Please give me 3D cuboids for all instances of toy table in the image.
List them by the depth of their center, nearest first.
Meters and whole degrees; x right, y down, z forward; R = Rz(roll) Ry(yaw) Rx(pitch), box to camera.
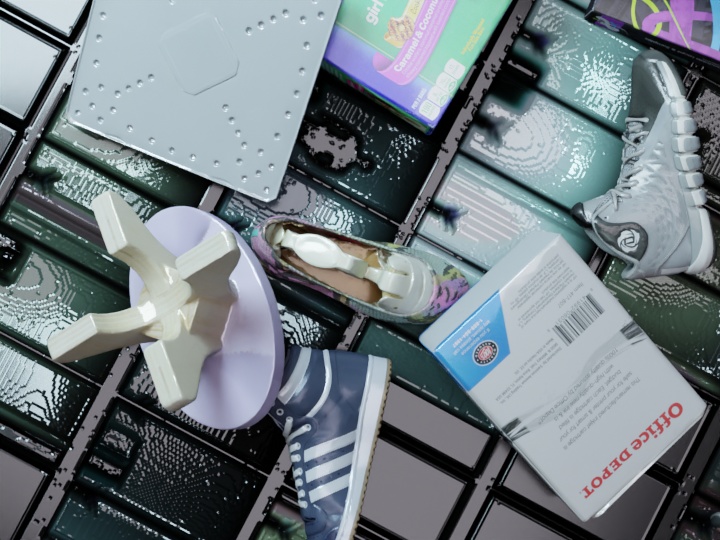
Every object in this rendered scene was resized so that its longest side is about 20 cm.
[{"bbox_3d":[-0.150,0.031,1.011,0.184,0.117,0.200,-41,68,14],"label":"toy table"}]

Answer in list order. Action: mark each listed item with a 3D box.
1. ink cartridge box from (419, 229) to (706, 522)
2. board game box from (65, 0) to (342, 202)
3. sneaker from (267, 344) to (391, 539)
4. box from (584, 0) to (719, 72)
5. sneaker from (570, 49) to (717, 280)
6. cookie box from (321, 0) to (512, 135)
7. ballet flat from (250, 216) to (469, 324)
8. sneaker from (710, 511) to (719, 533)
[{"bbox_3d":[0.170,0.088,1.059,0.146,0.084,0.200,-42,99,-3],"label":"ink cartridge box"},{"bbox_3d":[-0.132,-0.184,1.046,0.199,0.026,0.201,22,113,4],"label":"board game box"},{"bbox_3d":[-0.046,0.162,1.063,0.108,0.070,0.201,15,81,-7],"label":"sneaker"},{"bbox_3d":[0.319,-0.258,1.112,0.199,0.036,0.144,20,87,-3],"label":"box"},{"bbox_3d":[0.235,-0.086,1.085,0.115,0.075,0.201,-13,90,-1],"label":"sneaker"},{"bbox_3d":[0.021,-0.243,1.077,0.199,0.075,0.172,32,89,-1],"label":"cookie box"},{"bbox_3d":[0.000,0.000,1.071,0.199,0.071,0.070,18,87,-2],"label":"ballet flat"},{"bbox_3d":[0.379,0.164,1.084,0.082,0.077,0.200,35,76,19],"label":"sneaker"}]
